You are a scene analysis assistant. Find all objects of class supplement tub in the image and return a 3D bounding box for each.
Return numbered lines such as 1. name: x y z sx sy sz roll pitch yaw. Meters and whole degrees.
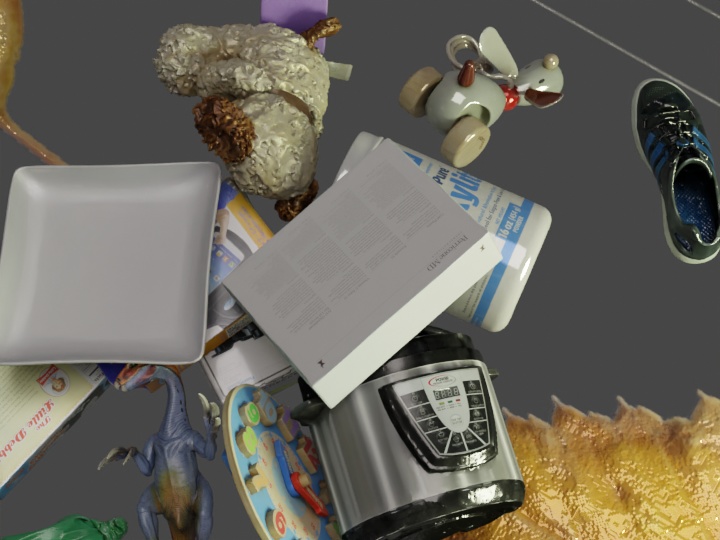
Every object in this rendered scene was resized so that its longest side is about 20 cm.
1. supplement tub: 0.068 -0.036 1.560 0.200 0.132 0.132 24 72 3

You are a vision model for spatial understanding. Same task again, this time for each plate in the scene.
1. plate: -0.227 -0.003 1.480 0.199 0.032 0.201 -1 64 8

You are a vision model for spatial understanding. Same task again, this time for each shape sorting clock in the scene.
1. shape sorting clock: -0.062 0.191 1.448 0.039 0.200 0.200 -28 74 11

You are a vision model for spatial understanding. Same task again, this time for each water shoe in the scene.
1. water shoe: 0.324 -0.109 1.627 0.071 0.079 0.201 -11 73 -7

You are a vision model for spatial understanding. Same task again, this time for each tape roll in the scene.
1. tape roll: -0.064 -0.311 1.605 0.065 0.200 0.201 3 72 -3

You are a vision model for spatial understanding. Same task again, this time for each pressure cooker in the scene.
1. pressure cooker: 0.039 0.142 1.477 0.178 0.176 0.201 -21 72 14

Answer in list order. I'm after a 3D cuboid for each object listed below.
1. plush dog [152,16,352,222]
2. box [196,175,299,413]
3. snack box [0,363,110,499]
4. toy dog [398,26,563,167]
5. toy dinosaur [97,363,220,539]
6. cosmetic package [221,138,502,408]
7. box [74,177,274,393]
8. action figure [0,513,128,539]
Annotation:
1. plush dog: -0.082 -0.140 1.523 0.160 0.200 0.172 -22 50 27
2. box: -0.124 0.025 1.564 0.116 0.060 0.200 -27 75 -11
3. snack box: -0.309 0.101 1.539 0.116 0.037 0.200 40 74 10
4. toy dog: 0.128 -0.185 1.593 0.132 0.096 0.200 33 44 5
5. toy dinosaur: -0.177 0.174 1.455 0.105 0.200 0.182 -1 61 -6
6. cosmetic package: 0.000 0.000 1.433 0.200 0.052 0.151 -41 52 -4
7. box: -0.165 0.019 1.511 0.200 0.041 0.119 -36 77 -10
8. action figure: -0.296 0.276 1.474 0.200 0.055 0.118 -28 74 -19
